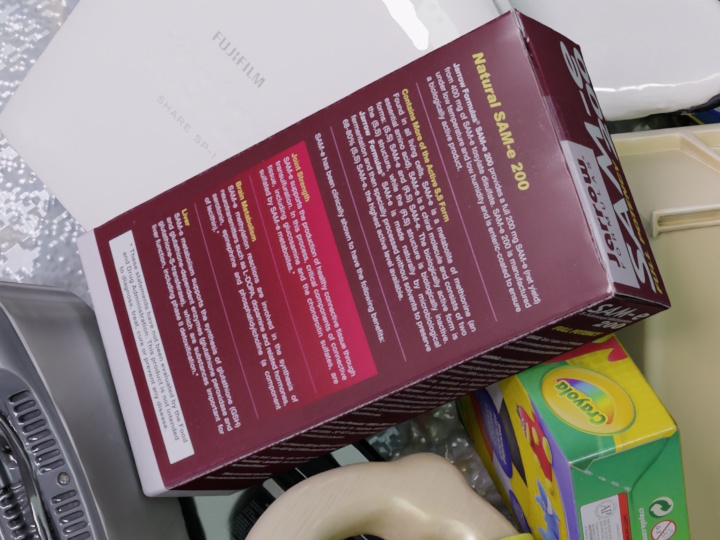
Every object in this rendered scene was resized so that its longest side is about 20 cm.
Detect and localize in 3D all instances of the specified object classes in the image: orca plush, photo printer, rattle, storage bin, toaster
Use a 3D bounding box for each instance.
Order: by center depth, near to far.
[{"bbox_3d":[-0.027,0.162,0.688,0.200,0.143,0.130,-36,90,-36],"label":"rattle"},{"bbox_3d":[-0.132,0.094,0.691,0.113,0.129,0.201,-23,89,12],"label":"toaster"},{"bbox_3d":[-0.039,-0.080,0.766,0.166,0.069,0.200,47,113,12],"label":"photo printer"},{"bbox_3d":[0.196,0.042,0.786,0.198,0.094,0.201,-7,111,-10],"label":"storage bin"},{"bbox_3d":[0.069,-0.092,0.804,0.199,0.071,0.106,-5,74,12],"label":"orca plush"}]

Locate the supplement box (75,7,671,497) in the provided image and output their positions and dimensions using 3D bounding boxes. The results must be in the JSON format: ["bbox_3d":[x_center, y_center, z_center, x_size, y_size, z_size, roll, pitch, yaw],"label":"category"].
[{"bbox_3d":[0.000,0.000,0.678,0.200,0.061,0.109,-25,73,25],"label":"supplement box"}]

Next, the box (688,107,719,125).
[{"bbox_3d":[0.150,-0.122,0.843,0.200,0.064,0.070,35,40,-3],"label":"box"}]

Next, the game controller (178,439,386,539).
[{"bbox_3d":[-0.036,0.111,0.819,0.104,0.042,0.200,-45,90,3],"label":"game controller"}]

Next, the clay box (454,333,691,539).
[{"bbox_3d":[0.073,0.053,0.747,0.047,0.200,0.115,-18,125,-8],"label":"clay box"}]
